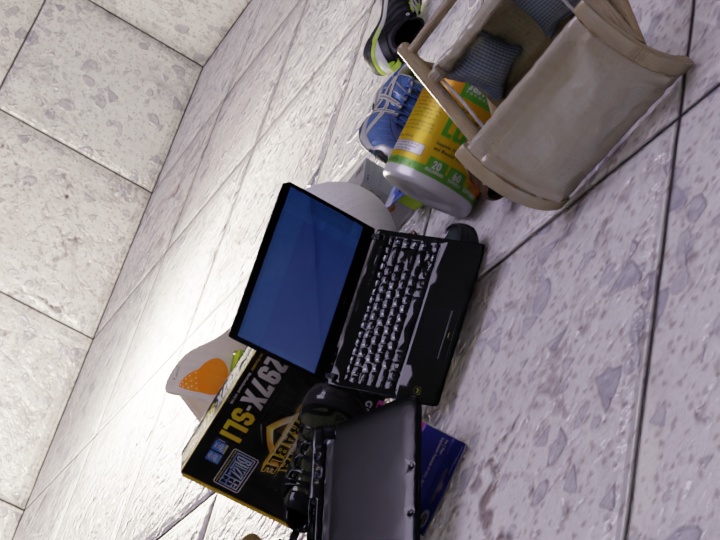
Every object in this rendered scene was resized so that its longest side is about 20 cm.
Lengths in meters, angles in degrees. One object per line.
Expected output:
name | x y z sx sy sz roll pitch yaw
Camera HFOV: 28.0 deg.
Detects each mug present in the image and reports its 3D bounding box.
mug | 0.000 0.000 1.603 0.176 0.197 0.150 -96 1 -64

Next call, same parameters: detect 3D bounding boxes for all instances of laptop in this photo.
laptop | -0.001 0.021 1.445 0.197 0.103 0.179 9 69 27

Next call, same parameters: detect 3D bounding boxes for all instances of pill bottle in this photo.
pill bottle | 0.115 -0.172 1.628 0.202 0.110 0.111 -64 16 -5

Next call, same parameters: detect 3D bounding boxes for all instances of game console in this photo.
game console | 0.009 0.246 1.353 0.177 0.114 0.202 77 -167 -53

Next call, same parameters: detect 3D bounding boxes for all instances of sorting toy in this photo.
sorting toy | -0.132 0.140 1.817 0.105 0.201 0.182 -4 47 28

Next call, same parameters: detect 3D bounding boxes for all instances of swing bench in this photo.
swing bench | 0.167 -0.196 1.348 0.199 0.128 0.202 -50 52 35

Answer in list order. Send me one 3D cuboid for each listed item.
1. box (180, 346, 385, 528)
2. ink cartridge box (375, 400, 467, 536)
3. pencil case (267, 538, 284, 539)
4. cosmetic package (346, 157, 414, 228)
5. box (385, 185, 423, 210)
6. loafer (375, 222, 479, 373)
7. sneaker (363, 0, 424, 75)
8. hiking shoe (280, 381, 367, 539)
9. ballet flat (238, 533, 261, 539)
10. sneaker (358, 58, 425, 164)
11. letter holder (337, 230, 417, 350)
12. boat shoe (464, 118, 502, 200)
box | -0.087 0.172 1.610 0.201 0.158 0.049 -56 16 16
ink cartridge box | 0.040 0.190 1.420 0.096 0.037 0.200 -64 18 -4
pencil case | -0.107 0.380 1.475 0.202 0.087 0.087 -63 16 -1
cosmetic package | -0.012 -0.050 1.881 0.200 0.082 0.051 -49 22 39
box | 0.099 -0.166 1.782 0.122 0.047 0.202 -36 31 58
loafer | 0.071 0.034 1.506 0.068 0.070 0.203 -26 39 60
sneaker | 0.073 -0.377 2.210 0.082 0.072 0.202 -7 54 41
hiking shoe | -0.040 0.206 1.519 0.101 0.075 0.202 -77 0 -47
ballet flat | -0.134 0.394 1.606 0.062 0.068 0.202 3 66 41
sneaker | 0.048 -0.194 1.764 0.077 0.075 0.201 -56 17 33
letter holder | -0.024 0.030 1.757 0.142 0.100 0.202 -28 38 60
boat shoe | 0.186 -0.148 1.476 0.203 0.074 0.076 -49 43 37
